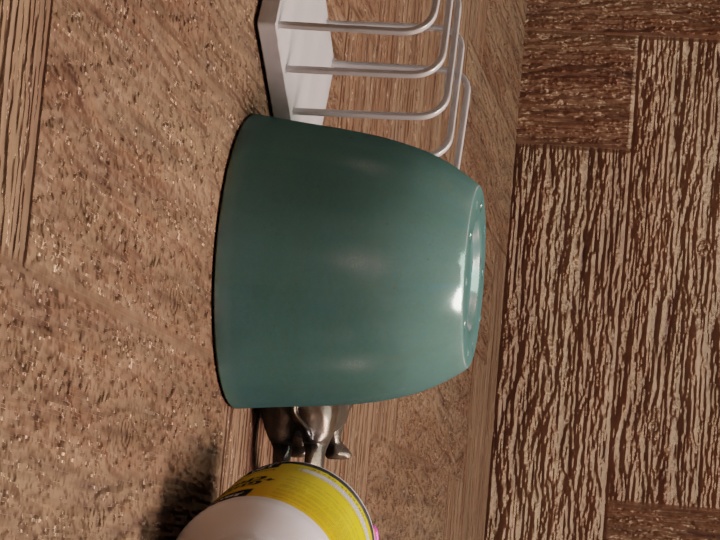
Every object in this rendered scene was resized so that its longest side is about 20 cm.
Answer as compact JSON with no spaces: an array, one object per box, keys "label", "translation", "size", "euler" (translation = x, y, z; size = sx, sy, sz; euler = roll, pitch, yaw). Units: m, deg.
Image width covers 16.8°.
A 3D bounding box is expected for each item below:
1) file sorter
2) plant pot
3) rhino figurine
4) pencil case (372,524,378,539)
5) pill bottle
[{"label":"file sorter","translation":[0.008,-0.160,1.751],"size":[0.200,0.124,0.139],"euler":[81,15,-53]},{"label":"plant pot","translation":[0.000,0.000,1.652],"size":[0.201,0.160,0.202],"euler":[5,90,-81]},{"label":"rhino figurine","translation":[-0.034,0.097,1.803],"size":[0.200,0.060,0.088],"euler":[-60,148,-76]},{"label":"pencil case","translation":[-0.030,0.276,1.831],"size":[0.088,0.088,0.201],"euler":[-31,124,-79]},{"label":"pill bottle","translation":[-0.059,0.188,1.512],"size":[0.200,0.112,0.113],"euler":[-30,123,-79]}]
